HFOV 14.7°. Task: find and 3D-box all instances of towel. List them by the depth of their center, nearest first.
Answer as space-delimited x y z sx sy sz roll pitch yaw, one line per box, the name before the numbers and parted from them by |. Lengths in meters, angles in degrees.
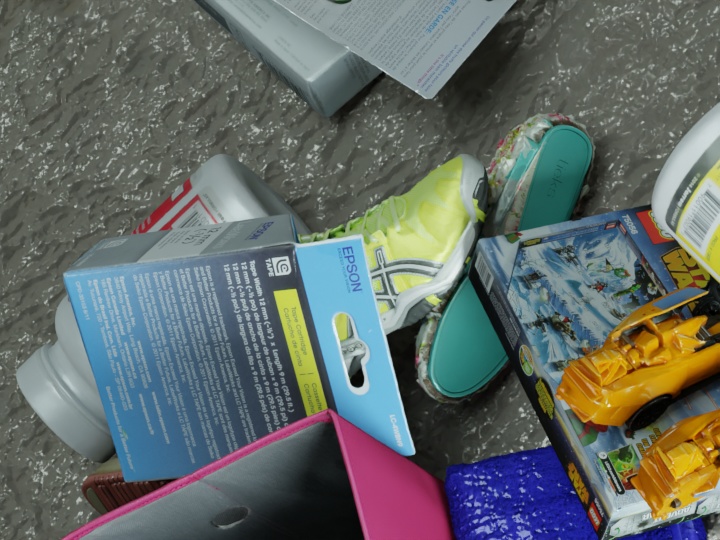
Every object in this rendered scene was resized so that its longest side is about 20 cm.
towel | 0.140 0.184 1.596 0.148 0.050 0.200 -11 58 -9

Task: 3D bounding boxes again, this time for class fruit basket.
fruit basket | 0.026 -0.222 1.818 0.200 0.094 0.185 35 74 18

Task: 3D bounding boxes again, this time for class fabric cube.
fabric cube | -0.030 0.229 1.621 0.200 0.199 0.196 -26 60 18

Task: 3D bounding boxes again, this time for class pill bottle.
pill bottle | 0.264 -0.006 1.526 0.112 0.112 0.200 -46 68 6
pill bottle | -0.124 0.029 1.809 0.200 0.112 0.112 -43 56 9

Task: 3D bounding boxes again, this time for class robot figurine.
robot figurine | 0.219 0.058 1.576 0.200 0.058 0.145 -25 62 -27

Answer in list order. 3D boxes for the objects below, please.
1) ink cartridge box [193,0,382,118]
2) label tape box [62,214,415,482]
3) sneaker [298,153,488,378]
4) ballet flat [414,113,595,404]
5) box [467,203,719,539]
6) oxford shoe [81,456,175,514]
ink cartridge box | -0.003 -0.217 1.894 0.200 0.047 0.160 -40 54 -10
label tape box | -0.065 0.045 1.687 0.200 0.066 0.143 -7 108 23
sneaker | 0.000 0.000 1.715 0.200 0.076 0.075 -46 24 18
ballet flat | 0.086 -0.007 1.742 0.200 0.076 0.064 -61 24 -10
box | 0.164 0.055 1.631 0.137 0.040 0.200 -12 56 -19
oxford shoe | -0.084 0.126 1.786 0.200 0.070 0.075 -6 46 25
